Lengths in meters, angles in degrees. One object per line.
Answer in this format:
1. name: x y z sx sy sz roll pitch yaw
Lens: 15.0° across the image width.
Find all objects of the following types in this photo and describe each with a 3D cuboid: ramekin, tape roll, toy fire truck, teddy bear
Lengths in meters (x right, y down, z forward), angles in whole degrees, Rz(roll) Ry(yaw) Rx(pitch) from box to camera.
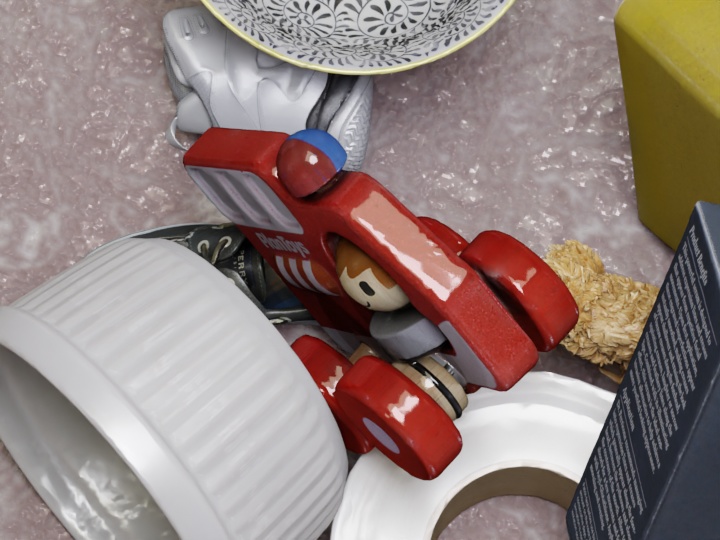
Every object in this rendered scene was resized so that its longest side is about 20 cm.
1. ramekin: -0.096 0.078 1.358 0.105 0.200 0.200 -39 77 -19
2. tape roll: 0.083 0.155 1.399 0.202 0.071 0.203 0 72 0
3. toy fire truck: 0.000 0.000 1.323 0.112 0.200 0.168 -46 110 -13
4. teddy bear: 0.172 0.049 1.403 0.200 0.145 0.067 40 99 16

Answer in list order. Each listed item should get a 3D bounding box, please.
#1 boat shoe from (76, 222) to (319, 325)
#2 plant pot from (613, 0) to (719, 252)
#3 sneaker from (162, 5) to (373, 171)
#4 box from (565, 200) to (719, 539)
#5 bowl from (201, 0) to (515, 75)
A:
1. boat shoe: -0.058 0.001 1.451 0.199 0.057 0.069 -4 73 -2
2. plant pot: 0.266 -0.069 1.380 0.200 0.200 0.177 -32 58 -10
3. sneaker: -0.049 -0.151 1.488 0.114 0.075 0.201 2 76 -3
4. box: 0.199 0.088 1.272 0.148 0.200 0.107 11 34 -13
5. bowl: -0.003 -0.189 1.413 0.200 0.094 0.202 0 82 -2
